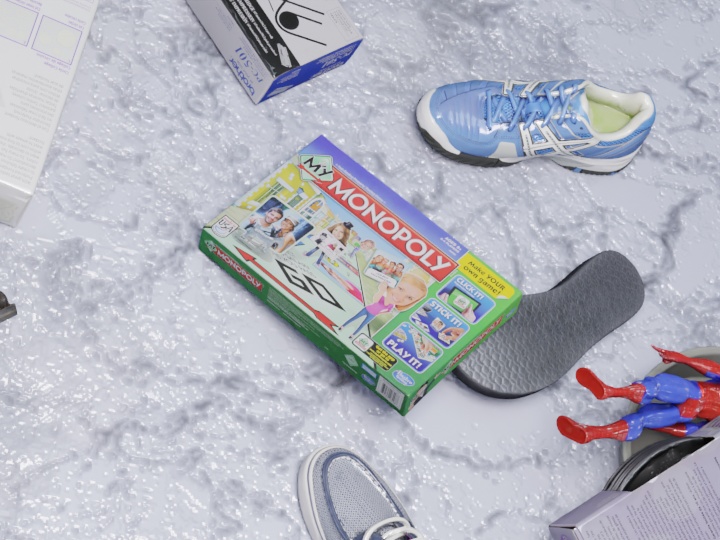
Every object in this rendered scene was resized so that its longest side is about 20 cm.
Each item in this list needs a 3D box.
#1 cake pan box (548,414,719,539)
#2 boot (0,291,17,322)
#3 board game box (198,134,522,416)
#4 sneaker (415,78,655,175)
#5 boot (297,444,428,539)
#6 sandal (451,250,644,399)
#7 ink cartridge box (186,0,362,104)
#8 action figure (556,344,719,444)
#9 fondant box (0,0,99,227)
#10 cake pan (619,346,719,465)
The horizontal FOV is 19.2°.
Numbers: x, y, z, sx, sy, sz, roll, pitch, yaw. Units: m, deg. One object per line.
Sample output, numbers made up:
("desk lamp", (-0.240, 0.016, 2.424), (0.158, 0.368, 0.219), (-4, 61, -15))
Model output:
("cake pan box", (0.252, 0.218, 1.530), (0.184, 0.052, 0.200), (-31, 96, -23))
("boot", (-0.329, -0.034, 1.405), (0.200, 0.069, 0.175), (-3, 84, -23))
("board game box", (0.000, 0.000, 1.551), (0.200, 0.029, 0.135), (38, 56, 17))
("sneaker", (0.139, -0.125, 1.676), (0.200, 0.077, 0.076), (1, 68, -22))
("boot", (0.031, 0.198, 1.463), (0.073, 0.090, 0.200), (-24, 78, -31))
("sandal", (0.140, 0.047, 1.620), (0.200, 0.043, 0.076), (-22, 84, -39))
("ink cartridge box", (-0.093, -0.233, 1.645), (0.094, 0.044, 0.200), (-27, 79, -33))
("action figure", (0.232, 0.095, 1.571), (0.200, 0.066, 0.052), (3, 22, -37))
("fondant box", (-0.278, -0.149, 1.515), (0.144, 0.058, 0.200), (21, 58, -13))
("cake pan", (0.282, 0.157, 1.625), (0.200, 0.037, 0.201), (10, 62, -19))
